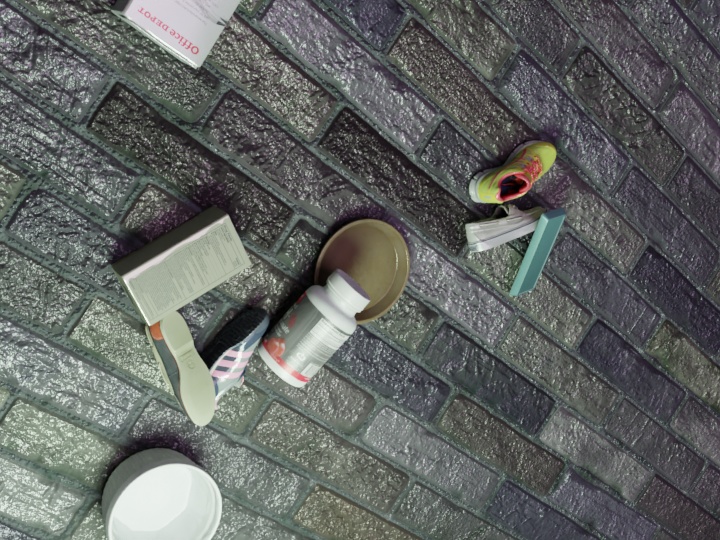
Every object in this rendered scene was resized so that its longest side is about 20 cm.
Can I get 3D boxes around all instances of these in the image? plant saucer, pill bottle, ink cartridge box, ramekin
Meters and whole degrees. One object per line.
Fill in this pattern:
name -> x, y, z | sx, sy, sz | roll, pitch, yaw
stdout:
plant saucer -> 0.000, 0.000, 1.860 | 0.199, 0.029, 0.202 | -10, 110, -28
pill bottle -> -0.077, 0.097, 1.775 | 0.200, 0.111, 0.111 | -48, 123, 7
plant saucer -> 0.351, -0.033, 2.005 | 0.070, 0.019, 0.201 | -17, 137, -39
ink cartridge box -> -0.262, -0.432, 1.537 | 0.145, 0.083, 0.201 | 32, 89, -33
ramekin -> -0.350, 0.402, 1.745 | 0.199, 0.105, 0.202 | -9, 110, -28

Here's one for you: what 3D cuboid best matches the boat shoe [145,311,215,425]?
boat shoe -> -0.301, 0.164, 1.687 | 0.071, 0.062, 0.201 | -28, 100, -50

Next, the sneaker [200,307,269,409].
sneaker -> -0.220, 0.154, 1.766 | 0.200, 0.070, 0.082 | -46, 127, -2

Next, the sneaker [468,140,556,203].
sneaker -> 0.308, -0.180, 1.941 | 0.199, 0.090, 0.078 | -34, 118, -18

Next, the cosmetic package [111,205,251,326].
cosmetic package -> -0.292, -0.009, 1.663 | 0.199, 0.073, 0.104 | -32, 118, -18

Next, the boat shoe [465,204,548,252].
boat shoe -> 0.284, -0.096, 1.971 | 0.199, 0.072, 0.066 | -22, 101, -24
